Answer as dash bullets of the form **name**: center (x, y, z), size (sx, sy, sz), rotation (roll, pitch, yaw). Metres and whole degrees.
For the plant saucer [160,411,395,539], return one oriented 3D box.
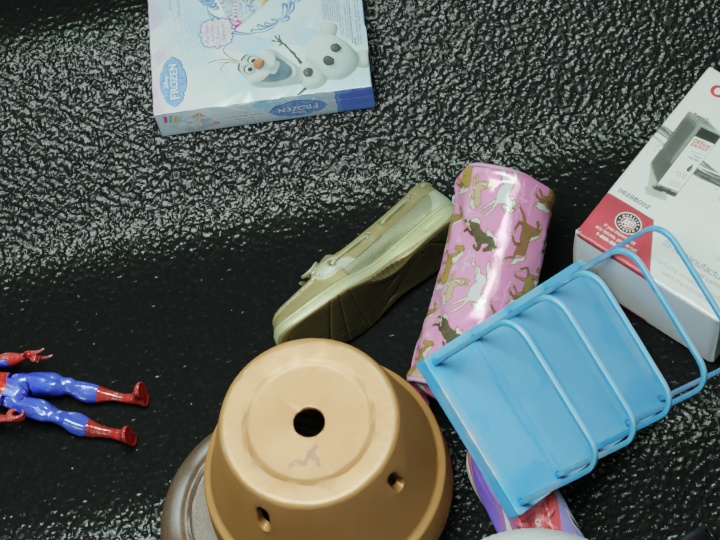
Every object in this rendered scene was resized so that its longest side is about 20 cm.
- **plant saucer**: center (-0.067, 0.199, 1.588), size (0.199, 0.032, 0.201), rotation (-3, 64, 6)

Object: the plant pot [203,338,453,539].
- **plant pot**: center (-0.031, 0.141, 1.518), size (0.199, 0.140, 0.201), rotation (-3, 63, 5)

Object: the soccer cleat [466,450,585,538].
- **soccer cleat**: center (0.140, 0.203, 1.538), size (0.068, 0.073, 0.201), rotation (-25, 63, -7)

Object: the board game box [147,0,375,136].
- **board game box**: center (-0.094, -0.230, 1.797), size (0.198, 0.043, 0.201), rotation (-7, 63, 2)

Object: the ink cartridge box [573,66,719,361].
- **ink cartridge box**: center (0.292, -0.050, 1.640), size (0.146, 0.083, 0.200), rotation (33, 71, 20)

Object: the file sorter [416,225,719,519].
- **file sorter**: center (0.175, 0.071, 1.509), size (0.200, 0.123, 0.139), rotation (-30, 87, -39)

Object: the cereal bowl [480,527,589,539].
- **cereal bowl**: center (0.129, 0.290, 1.460), size (0.199, 0.083, 0.201), rotation (-1, 81, 8)

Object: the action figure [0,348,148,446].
- **action figure**: center (-0.282, 0.103, 1.653), size (0.199, 0.052, 0.066), rotation (8, 68, 13)

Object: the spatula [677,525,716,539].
- **spatula**: center (0.226, 0.222, 1.476), size (0.021, 0.200, 0.057), rotation (-44, 75, 27)

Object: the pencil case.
- **pencil case**: center (0.098, 0.016, 1.610), size (0.082, 0.086, 0.201), rotation (18, 78, -16)

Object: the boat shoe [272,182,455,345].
- **boat shoe**: center (0.000, -0.002, 1.660), size (0.200, 0.073, 0.063), rotation (-37, 58, -15)
